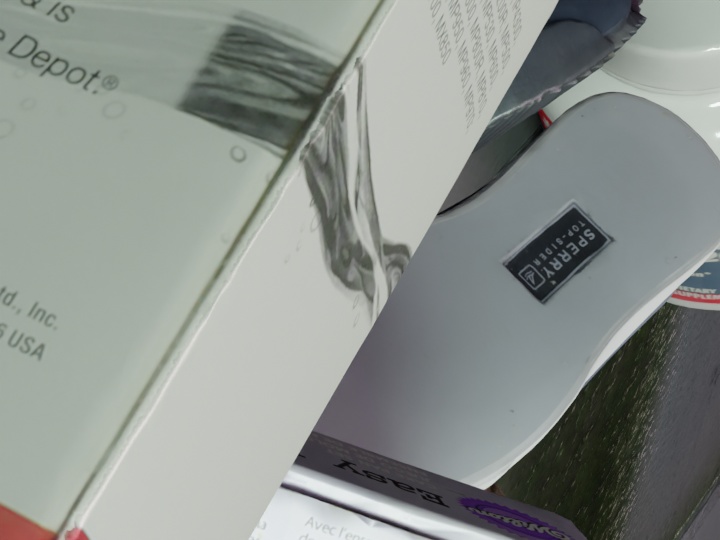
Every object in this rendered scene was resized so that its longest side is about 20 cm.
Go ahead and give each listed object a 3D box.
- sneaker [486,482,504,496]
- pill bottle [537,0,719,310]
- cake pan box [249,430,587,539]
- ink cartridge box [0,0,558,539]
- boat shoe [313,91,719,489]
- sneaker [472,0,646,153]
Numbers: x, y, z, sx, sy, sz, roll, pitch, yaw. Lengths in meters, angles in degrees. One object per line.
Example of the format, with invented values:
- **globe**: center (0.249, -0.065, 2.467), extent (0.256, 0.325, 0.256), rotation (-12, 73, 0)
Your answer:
- **sneaker**: center (-0.050, 0.097, 0.726), extent (0.199, 0.076, 0.070), rotation (-14, 177, -21)
- **pill bottle**: center (0.114, -0.072, 0.950), extent (0.120, 0.119, 0.200), rotation (-61, 161, -12)
- **cake pan box**: center (-0.068, 0.107, 0.546), extent (0.052, 0.199, 0.185), rotation (-116, -135, -74)
- **ink cartridge box**: center (-0.068, -0.024, 0.450), extent (0.201, 0.146, 0.083), rotation (-59, 161, -18)
- **boat shoe**: center (0.021, 0.022, 0.707), extent (0.200, 0.074, 0.065), rotation (-27, 163, -44)
- **sneaker**: center (0.038, -0.094, 0.766), extent (0.070, 0.082, 0.200), rotation (-28, -166, 28)
